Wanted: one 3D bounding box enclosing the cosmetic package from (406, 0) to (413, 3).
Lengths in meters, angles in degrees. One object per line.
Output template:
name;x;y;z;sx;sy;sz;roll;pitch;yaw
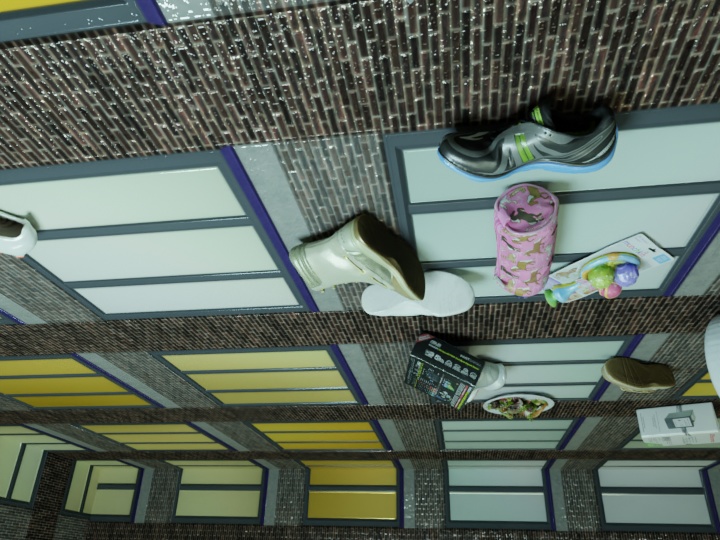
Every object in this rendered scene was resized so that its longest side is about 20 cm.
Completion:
cosmetic package;0.061;-0.287;0.358;0.105;0.092;0.199;18;144;-33

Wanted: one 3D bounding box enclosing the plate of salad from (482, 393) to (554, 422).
plate of salad;0.445;0.389;1.608;0.195;0.049;0.201;2;152;1

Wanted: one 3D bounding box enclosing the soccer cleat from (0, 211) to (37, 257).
soccer cleat;-0.582;-0.065;0.830;0.196;0.071;0.078;6;147;-23

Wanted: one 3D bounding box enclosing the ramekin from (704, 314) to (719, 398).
ramekin;0.710;0.164;1.029;0.198;0.205;0.097;21;154;-32

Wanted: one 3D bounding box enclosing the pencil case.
pencil case;0.231;-0.038;0.809;0.082;0.087;0.201;26;160;24

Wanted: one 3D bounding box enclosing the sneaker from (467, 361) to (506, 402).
sneaker;0.252;0.262;1.376;0.091;0.077;0.199;27;136;-25

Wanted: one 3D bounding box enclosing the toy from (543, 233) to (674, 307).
toy;0.393;0.018;0.932;0.114;0.048;0.199;21;146;-35

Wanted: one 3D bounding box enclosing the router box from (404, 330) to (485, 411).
router box;0.179;0.224;1.251;0.148;0.063;0.201;26;155;13

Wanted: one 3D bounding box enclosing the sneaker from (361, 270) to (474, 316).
sneaker;0.106;0.048;1.001;0.196;0.077;0.088;-3;165;21

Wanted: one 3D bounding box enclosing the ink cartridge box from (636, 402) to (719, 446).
ink cartridge box;0.916;0.447;1.645;0.197;0.086;0.145;-14;148;27

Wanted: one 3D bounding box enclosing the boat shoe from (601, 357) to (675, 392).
boat shoe;0.628;0.250;1.314;0.196;0.075;0.069;11;145;-18

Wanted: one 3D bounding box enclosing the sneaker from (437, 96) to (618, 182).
sneaker;0.182;-0.150;0.632;0.195;0.072;0.084;-4;137;8

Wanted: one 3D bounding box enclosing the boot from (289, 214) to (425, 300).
boot;0.000;0.000;0.901;0.153;0.073;0.199;-19;140;33
